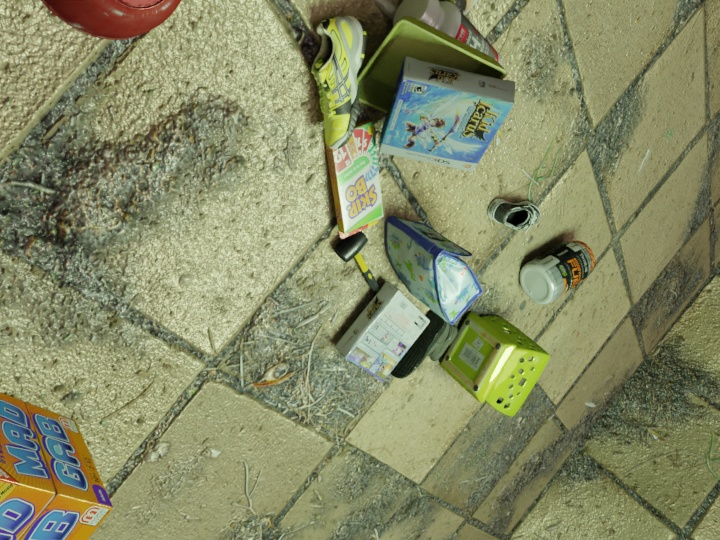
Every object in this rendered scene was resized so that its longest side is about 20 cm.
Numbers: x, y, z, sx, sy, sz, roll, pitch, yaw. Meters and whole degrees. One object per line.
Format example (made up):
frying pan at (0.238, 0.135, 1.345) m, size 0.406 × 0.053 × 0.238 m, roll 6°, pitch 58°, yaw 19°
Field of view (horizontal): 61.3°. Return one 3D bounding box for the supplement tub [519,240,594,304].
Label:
supplement tub at (0.544, -0.001, 1.669) m, size 0.198 × 0.122 × 0.125 m, roll -27°, pitch 133°, yaw -27°

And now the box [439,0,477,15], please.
box at (0.141, -0.521, 0.999) m, size 0.076 × 0.050 × 0.200 m, roll -49°, pitch 138°, yaw -6°

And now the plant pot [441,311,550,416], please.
plant pot at (0.338, 0.236, 1.591) m, size 0.179 × 0.200 × 0.202 m, roll 20°, pitch 104°, yaw -41°

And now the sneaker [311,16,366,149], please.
sneaker at (-0.045, -0.298, 0.971) m, size 0.075 × 0.075 × 0.205 m, roll -6°, pitch 111°, yaw -31°

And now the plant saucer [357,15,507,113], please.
plant saucer at (0.105, -0.322, 0.994) m, size 0.196 × 0.199 × 0.049 m, roll 18°, pitch 65°, yaw -21°

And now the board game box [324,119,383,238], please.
board game box at (-0.008, -0.160, 1.106) m, size 0.094 × 0.030 × 0.204 m, roll -26°, pitch 127°, yaw -28°

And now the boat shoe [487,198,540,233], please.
boat shoe at (0.392, -0.132, 1.480) m, size 0.197 × 0.068 × 0.075 m, roll 10°, pitch 111°, yaw -46°

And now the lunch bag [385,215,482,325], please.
lunch bag at (0.142, -0.016, 1.251) m, size 0.128 × 0.169 × 0.200 m, roll -46°, pitch 136°, yaw -6°

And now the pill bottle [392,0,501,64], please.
pill bottle at (0.148, -0.385, 1.043) m, size 0.198 × 0.111 × 0.112 m, roll 27°, pitch 98°, yaw -40°

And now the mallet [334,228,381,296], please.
mallet at (0.000, 0.000, 1.234) m, size 0.066 × 0.041 × 0.202 m, roll -40°, pitch 141°, yaw -17°

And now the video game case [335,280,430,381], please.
video game case at (0.054, 0.140, 1.358) m, size 0.182 × 0.045 × 0.200 m, roll -52°, pitch 144°, yaw -3°

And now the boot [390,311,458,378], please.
boot at (0.165, 0.202, 1.504) m, size 0.201 × 0.067 × 0.131 m, roll -49°, pitch 144°, yaw -3°

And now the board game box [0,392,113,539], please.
board game box at (-0.514, 0.320, 0.848) m, size 0.201 × 0.199 × 0.200 m, roll -49°, pitch 139°, yaw -4°

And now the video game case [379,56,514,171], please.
video game case at (0.136, -0.250, 1.010) m, size 0.177 × 0.046 × 0.201 m, roll 10°, pitch 157°, yaw -5°

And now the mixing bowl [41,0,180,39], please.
mixing bowl at (-0.270, -0.358, 0.687) m, size 0.197 × 0.108 × 0.204 m, roll -23°, pitch 130°, yaw -31°
